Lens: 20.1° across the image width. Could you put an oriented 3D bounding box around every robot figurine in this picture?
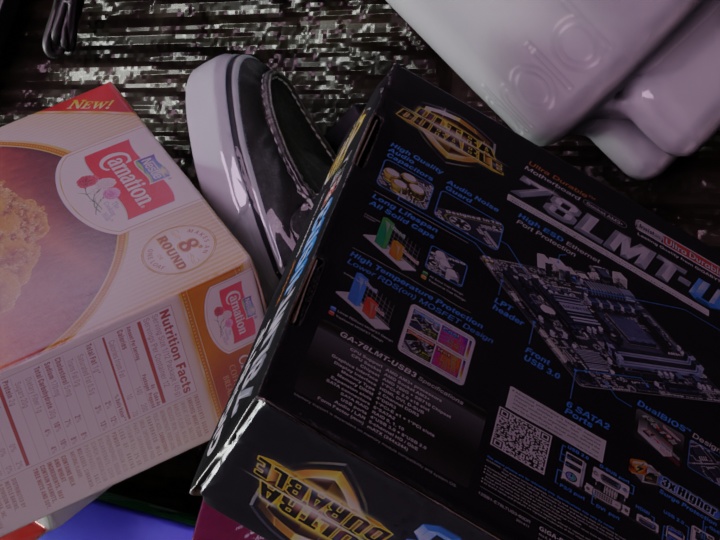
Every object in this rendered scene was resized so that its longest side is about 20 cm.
[{"bbox_3d":[0.059,-0.126,0.720,0.200,0.170,0.113,45,72,0],"label":"robot figurine"}]

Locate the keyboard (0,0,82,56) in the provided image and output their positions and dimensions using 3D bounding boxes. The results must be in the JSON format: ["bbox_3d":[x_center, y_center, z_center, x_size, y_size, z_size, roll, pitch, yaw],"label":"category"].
[{"bbox_3d":[-0.155,-0.154,0.928,0.127,0.021,0.201,26,99,35],"label":"keyboard"}]

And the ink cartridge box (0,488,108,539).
[{"bbox_3d":[-0.188,0.053,0.839,0.199,0.176,0.045,25,142,39],"label":"ink cartridge box"}]

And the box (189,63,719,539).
[{"bbox_3d":[0.066,0.044,0.625,0.199,0.199,0.050,30,123,-7],"label":"box"}]

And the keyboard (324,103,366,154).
[{"bbox_3d":[0.045,0.014,0.791,0.127,0.021,0.201,-44,65,20],"label":"keyboard"}]

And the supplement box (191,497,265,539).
[{"bbox_3d":[0.015,0.127,0.652,0.103,0.131,0.201,-23,29,23],"label":"supplement box"}]

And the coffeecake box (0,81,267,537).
[{"bbox_3d":[-0.150,0.025,0.767,0.199,0.073,0.154,-24,38,-15],"label":"coffeecake box"}]

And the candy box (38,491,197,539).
[{"bbox_3d":[-0.117,0.176,0.835,0.199,0.077,0.171,10,87,31],"label":"candy box"}]

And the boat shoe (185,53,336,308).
[{"bbox_3d":[0.000,0.000,0.779,0.071,0.072,0.201,-28,82,24],"label":"boat shoe"}]
